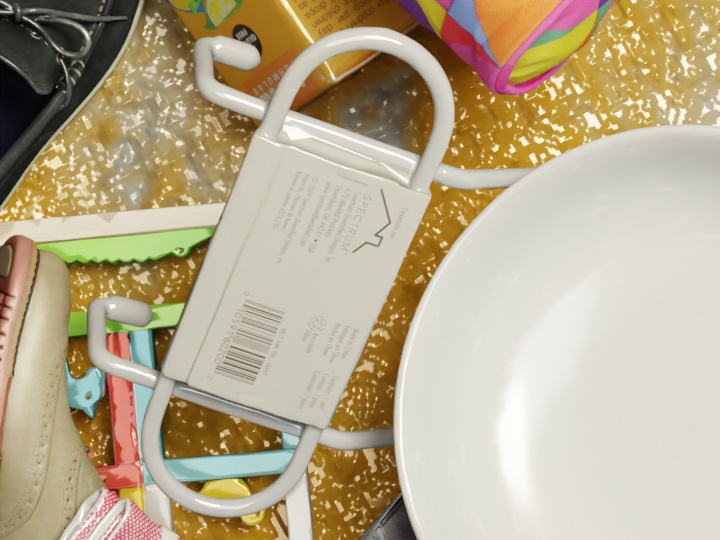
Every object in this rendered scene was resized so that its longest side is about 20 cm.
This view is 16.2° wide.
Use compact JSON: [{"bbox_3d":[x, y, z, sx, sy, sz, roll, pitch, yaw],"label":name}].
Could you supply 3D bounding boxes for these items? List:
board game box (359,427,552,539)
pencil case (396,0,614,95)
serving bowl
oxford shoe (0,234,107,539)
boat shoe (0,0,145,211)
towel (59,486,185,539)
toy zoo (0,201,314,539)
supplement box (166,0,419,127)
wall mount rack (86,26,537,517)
[{"bbox_3d":[0.019,0.161,0.909,0.199,0.062,0.201,-8,65,-27],"label":"board game box"},{"bbox_3d":[0.014,-0.155,0.892,0.088,0.088,0.200,-41,81,-3],"label":"pencil case"},{"bbox_3d":[0.115,0.053,0.891,0.199,0.066,0.201,-5,77,20],"label":"serving bowl"},{"bbox_3d":[-0.118,0.088,0.952,0.074,0.070,0.201,4,96,-17],"label":"oxford shoe"},{"bbox_3d":[-0.137,-0.084,0.971,0.074,0.062,0.201,29,74,2],"label":"boat shoe"},{"bbox_3d":[-0.067,0.192,0.942,0.200,0.030,0.147,42,78,-27],"label":"towel"},{"bbox_3d":[-0.085,0.077,0.992,0.131,0.020,0.201,-5,87,-2],"label":"toy zoo"},{"bbox_3d":[-0.060,-0.156,0.965,0.069,0.066,0.200,-41,96,-33],"label":"supplement box"},{"bbox_3d":[0.000,0.000,0.934,0.173,0.075,0.201,19,113,-13],"label":"wall mount rack"}]
